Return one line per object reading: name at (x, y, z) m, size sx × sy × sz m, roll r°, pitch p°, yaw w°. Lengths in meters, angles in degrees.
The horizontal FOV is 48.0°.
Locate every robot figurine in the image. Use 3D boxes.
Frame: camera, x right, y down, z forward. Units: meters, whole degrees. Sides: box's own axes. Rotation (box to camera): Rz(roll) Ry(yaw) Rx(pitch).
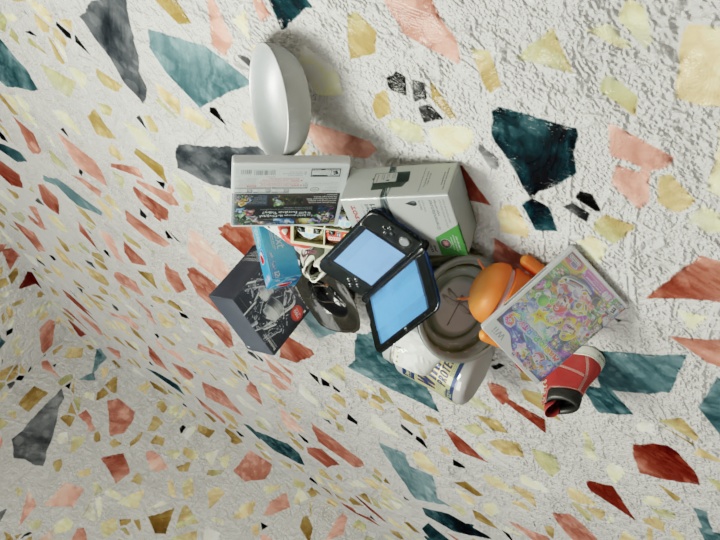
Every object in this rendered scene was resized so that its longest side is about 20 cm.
robot figurine at (0.275, 0.059, 1.407) m, size 0.199 × 0.117 × 0.144 m, roll 27°, pitch 141°, yaw -1°

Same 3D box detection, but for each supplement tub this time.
supplement tub at (0.161, 0.175, 1.699) m, size 0.199 × 0.145 × 0.145 m, roll 26°, pitch 150°, yaw 23°

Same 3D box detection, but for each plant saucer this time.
plant saucer at (0.180, 0.067, 1.475) m, size 0.200 × 0.200 × 0.050 m, roll 52°, pitch 167°, yaw -23°

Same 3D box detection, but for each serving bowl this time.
serving bowl at (-0.130, -0.289, 1.386) m, size 0.200 × 0.065 × 0.201 m, roll 169°, pitch 90°, yaw -67°

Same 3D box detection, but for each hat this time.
hat at (-0.058, 0.047, 1.849) m, size 0.200 × 0.081 × 0.201 m, roll 27°, pitch 142°, yaw 23°

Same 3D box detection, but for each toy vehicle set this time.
toy vehicle set at (-0.034, -0.100, 1.527) m, size 0.199 × 0.027 × 0.125 m, roll 8°, pitch 117°, yaw 12°

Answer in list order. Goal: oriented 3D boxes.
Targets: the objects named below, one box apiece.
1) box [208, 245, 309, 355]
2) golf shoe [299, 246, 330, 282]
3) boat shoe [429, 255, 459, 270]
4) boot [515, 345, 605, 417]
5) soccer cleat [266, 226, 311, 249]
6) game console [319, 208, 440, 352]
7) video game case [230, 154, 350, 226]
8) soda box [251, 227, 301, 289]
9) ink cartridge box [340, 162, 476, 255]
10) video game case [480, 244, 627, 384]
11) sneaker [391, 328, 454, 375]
box at (-0.239, 0.073, 1.992) m, size 0.104 × 0.182 × 0.200 m, roll 7°, pitch 140°, yaw 45°
golf shoe at (-0.095, -0.016, 1.657) m, size 0.077 × 0.088 × 0.200 m, roll 39°, pitch 154°, yaw -4°
boat shoe at (0.103, -0.021, 1.486) m, size 0.200 × 0.072 × 0.066 m, roll -6°, pitch 135°, yaw 10°
boot at (0.347, 0.209, 1.527) m, size 0.072 × 0.144 × 0.200 m, roll 49°, pitch 152°, yaw -23°
soccer cleat at (-0.169, -0.108, 1.641) m, size 0.200 × 0.069 × 0.085 m, roll 37°, pitch 164°, yaw 10°
game console at (0.028, 0.021, 1.393) m, size 0.170 × 0.119 × 0.200 m, roll 32°, pitch 137°, yaw -14°
video game case at (-0.127, -0.138, 1.418) m, size 0.199 × 0.023 × 0.182 m, roll -2°, pitch 148°, yaw -11°
soda box at (-0.186, -0.065, 1.729) m, size 0.064 × 0.067 × 0.201 m, roll 129°, pitch 128°, yaw -63°
ink cartridge box at (0.083, -0.101, 1.392) m, size 0.199 × 0.083 × 0.147 m, roll 0°, pitch 137°, yaw 26°
video game case at (0.319, 0.075, 1.336) m, size 0.143 × 0.200 × 0.018 m, roll 45°, pitch -169°, yaw -12°
sneaker at (0.071, 0.120, 1.541) m, size 0.200 × 0.074 × 0.116 m, roll 37°, pitch 122°, yaw 6°
